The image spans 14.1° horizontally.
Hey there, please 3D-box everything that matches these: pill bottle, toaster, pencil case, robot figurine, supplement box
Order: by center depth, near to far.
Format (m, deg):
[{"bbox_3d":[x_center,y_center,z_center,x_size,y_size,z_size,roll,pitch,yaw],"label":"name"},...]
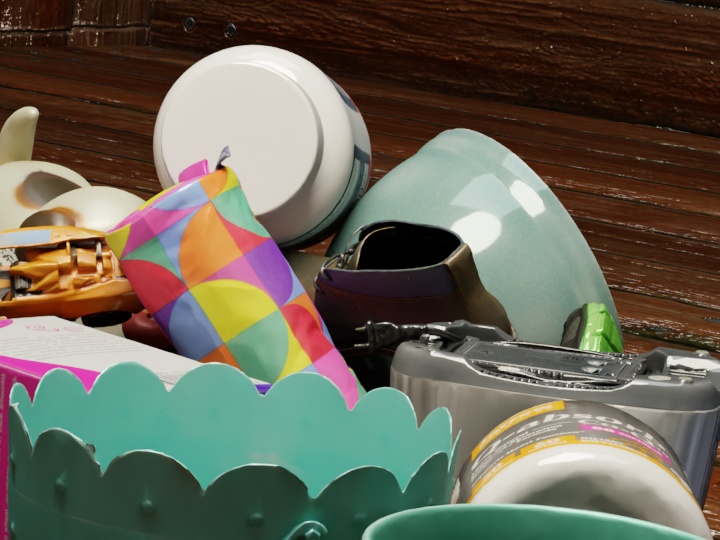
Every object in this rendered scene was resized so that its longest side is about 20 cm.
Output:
[{"bbox_3d":[0.095,0.120,1.306,0.116,0.116,0.200,5,6,1],"label":"pill bottle"},{"bbox_3d":[0.087,0.100,1.469,0.200,0.129,0.114,7,9,11],"label":"toaster"},{"bbox_3d":[-0.142,0.091,1.495,0.101,0.103,0.200,-4,14,-41],"label":"supplement box"},{"bbox_3d":[-0.057,0.035,1.589,0.088,0.200,0.088,-31,-1,0],"label":"pencil case"},{"bbox_3d":[-0.200,0.036,1.632,0.200,0.145,0.058,-5,-16,-7],"label":"robot figurine"},{"bbox_3d":[-0.060,-0.072,1.730,0.120,0.120,0.200,6,-1,5],"label":"pill bottle"}]

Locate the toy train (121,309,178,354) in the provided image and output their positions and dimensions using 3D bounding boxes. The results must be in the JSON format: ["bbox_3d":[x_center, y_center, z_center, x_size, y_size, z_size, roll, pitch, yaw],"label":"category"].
[{"bbox_3d":[-0.105,0.082,1.692,0.200,0.085,0.116,-13,36,-42],"label":"toy train"}]

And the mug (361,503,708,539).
[{"bbox_3d":[0.063,0.165,1.104,0.152,0.115,0.185,10,11,25],"label":"mug"}]

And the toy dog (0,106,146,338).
[{"bbox_3d":[-0.174,-0.001,1.797,0.139,0.194,0.200,10,-3,-26],"label":"toy dog"}]

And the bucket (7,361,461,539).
[{"bbox_3d":[-0.059,0.123,1.234,0.207,0.135,0.207,5,8,-1],"label":"bucket"}]

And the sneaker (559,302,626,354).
[{"bbox_3d":[0.099,0.082,1.616,0.084,0.077,0.200,-4,29,24],"label":"sneaker"}]

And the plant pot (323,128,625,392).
[{"bbox_3d":[0.045,0.034,1.761,0.134,0.200,0.200,-30,24,-23],"label":"plant pot"}]

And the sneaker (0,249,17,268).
[{"bbox_3d":[-0.272,0.034,1.715,0.200,0.089,0.077,-16,-3,11],"label":"sneaker"}]

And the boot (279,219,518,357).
[{"bbox_3d":[0.000,0.000,1.631,0.200,0.097,0.075,17,52,33],"label":"boot"}]
